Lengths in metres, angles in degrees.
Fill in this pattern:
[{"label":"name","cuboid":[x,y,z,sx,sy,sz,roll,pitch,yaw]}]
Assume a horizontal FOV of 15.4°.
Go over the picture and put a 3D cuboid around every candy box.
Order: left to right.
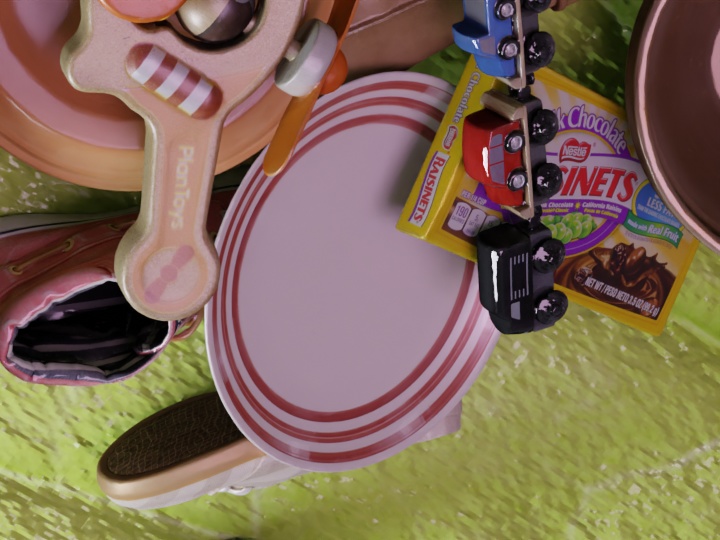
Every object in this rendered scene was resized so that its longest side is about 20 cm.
[{"label":"candy box","cuboid":[0.107,-0.039,1.335,0.200,0.026,0.103,21,91,-46]}]

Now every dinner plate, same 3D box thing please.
[{"label":"dinner plate","cuboid":[0.000,0.000,1.289,0.200,0.024,0.201,-15,114,-38]}]

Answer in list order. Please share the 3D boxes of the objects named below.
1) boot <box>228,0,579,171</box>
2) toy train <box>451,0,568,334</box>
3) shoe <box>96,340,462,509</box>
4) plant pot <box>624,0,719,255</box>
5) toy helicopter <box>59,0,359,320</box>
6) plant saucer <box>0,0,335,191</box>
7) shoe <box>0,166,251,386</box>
[{"label":"boot","cuboid":[0.004,-0.154,1.241,0.199,0.066,0.176,-24,125,-10]},{"label":"toy train","cuboid":[0.069,-0.059,1.252,0.046,0.034,0.201,-18,120,-23]},{"label":"shoe","cuboid":[-0.036,0.086,1.347,0.199,0.070,0.054,-19,114,-17]},{"label":"plant pot","cuboid":[0.225,-0.100,1.338,0.200,0.093,0.202,-2,104,-6]},{"label":"toy helicopter","cuboid":[-0.066,-0.073,1.152,0.132,0.079,0.201,2,111,-17]},{"label":"plant saucer","cuboid":[-0.100,-0.133,1.180,0.199,0.037,0.201,-2,101,-8]},{"label":"shoe","cuboid":[-0.090,0.007,1.268,0.199,0.091,0.072,-9,119,-20]}]
